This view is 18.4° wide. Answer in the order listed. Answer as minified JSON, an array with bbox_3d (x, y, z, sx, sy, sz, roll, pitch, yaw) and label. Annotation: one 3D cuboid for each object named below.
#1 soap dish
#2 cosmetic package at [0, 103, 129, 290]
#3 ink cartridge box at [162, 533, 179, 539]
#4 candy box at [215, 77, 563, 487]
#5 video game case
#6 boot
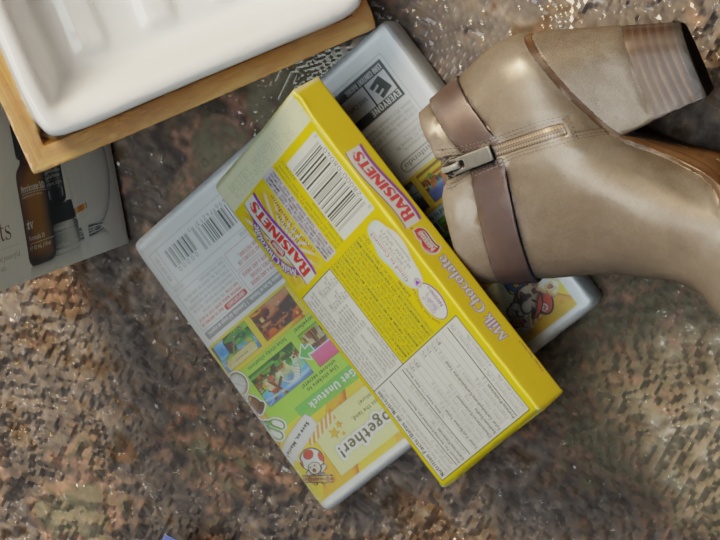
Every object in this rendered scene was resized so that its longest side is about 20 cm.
[{"bbox_3d":[-0.111,-0.154,1.112,0.158,0.199,0.081,65,158,-1],"label":"soap dish"},{"bbox_3d":[-0.201,-0.067,1.154,0.051,0.200,0.152,-8,98,25],"label":"cosmetic package"},{"bbox_3d":[-0.038,0.231,1.211,0.199,0.042,0.120,18,93,25],"label":"ink cartridge box"},{"bbox_3d":[0.011,0.008,1.126,0.200,0.026,0.102,53,144,6],"label":"candy box"},{"bbox_3d":[0.000,0.000,1.178,0.200,0.023,0.182,-39,84,25],"label":"video game case"},{"bbox_3d":[0.118,-0.024,1.086,0.146,0.070,0.201,-21,85,20],"label":"boot"}]
